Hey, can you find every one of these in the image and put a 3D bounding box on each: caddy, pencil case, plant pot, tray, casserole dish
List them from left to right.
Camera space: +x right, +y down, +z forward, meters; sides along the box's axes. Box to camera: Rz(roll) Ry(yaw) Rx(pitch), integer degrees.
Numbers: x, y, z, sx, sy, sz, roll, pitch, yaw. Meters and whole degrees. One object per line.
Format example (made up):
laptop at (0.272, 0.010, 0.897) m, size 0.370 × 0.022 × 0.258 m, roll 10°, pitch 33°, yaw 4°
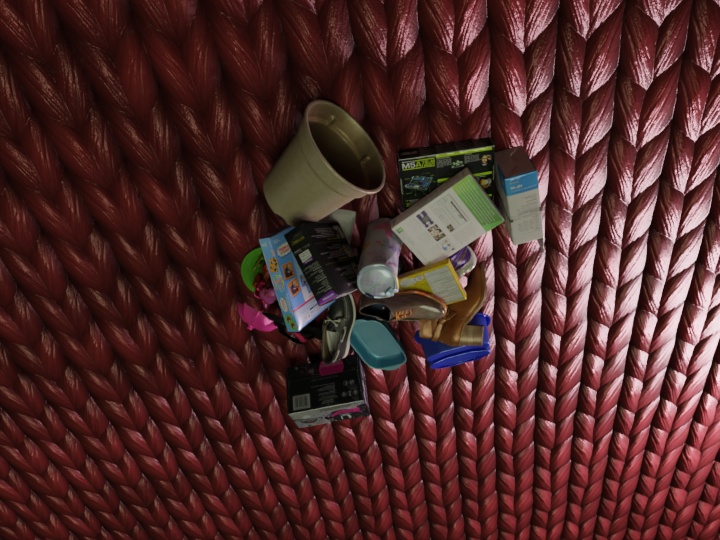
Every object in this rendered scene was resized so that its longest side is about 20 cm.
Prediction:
plant pot at (-0.084, -0.185, 1.061) m, size 0.199 × 0.203 × 0.182 m, roll 36°, pitch 129°, yaw -26°
tray at (-0.077, -0.050, 1.249) m, size 0.105 × 0.022 × 0.203 m, roll 8°, pitch 126°, yaw -8°
casserole dish at (0.040, 0.178, 1.402) m, size 0.119 × 0.039 × 0.201 m, roll -17°, pitch 126°, yaw 27°
pencil case at (0.046, -0.029, 1.161) m, size 0.089 × 0.202 × 0.084 m, roll 20°, pitch 126°, yaw -7°
caddy at (0.233, 0.165, 1.377) m, size 0.196 × 0.107 × 0.142 m, roll -15°, pitch 151°, yaw 7°

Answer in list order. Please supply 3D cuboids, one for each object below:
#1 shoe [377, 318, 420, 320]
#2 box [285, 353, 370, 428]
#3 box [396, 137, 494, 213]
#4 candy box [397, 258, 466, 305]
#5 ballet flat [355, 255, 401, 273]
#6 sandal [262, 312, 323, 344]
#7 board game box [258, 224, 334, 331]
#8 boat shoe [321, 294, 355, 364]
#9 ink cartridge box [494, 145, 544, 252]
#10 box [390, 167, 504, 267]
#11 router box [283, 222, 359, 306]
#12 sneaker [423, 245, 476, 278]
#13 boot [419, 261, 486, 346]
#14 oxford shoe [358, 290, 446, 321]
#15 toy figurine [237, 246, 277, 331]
shoe at (0.126, 0.101, 1.353) m, size 0.195 × 0.054 × 0.071 m, roll 4°, pitch 127°, yaw -6°
box at (-0.083, 0.317, 1.437) m, size 0.196 × 0.134 × 0.115 m, roll -12°, pitch 146°, yaw 5°
box at (0.181, -0.169, 1.163) m, size 0.195 × 0.048 × 0.196 m, roll -8°, pitch 124°, yaw 3°
candy box at (0.128, 0.047, 1.243) m, size 0.197 × 0.027 × 0.103 m, roll -19°, pitch 120°, yaw 26°
ballet flat at (0.000, 0.000, 1.243) m, size 0.196 × 0.069 × 0.069 m, roll -13°, pitch 130°, yaw -5°
sandal at (-0.165, 0.149, 1.337) m, size 0.074 × 0.046 × 0.198 m, roll -7°, pitch 157°, yaw 42°
board game box at (-0.128, 0.003, 1.169) m, size 0.036 × 0.151 × 0.204 m, roll -4°, pitch 109°, yaw 32°
boat shoe at (-0.061, 0.135, 1.337) m, size 0.073 × 0.060 × 0.204 m, roll 26°, pitch 122°, yaw 29°
ink cartridge box at (0.328, -0.138, 1.150) m, size 0.066 × 0.117 × 0.202 m, roll -14°, pitch 126°, yaw 8°
box at (0.181, -0.104, 1.163) m, size 0.198 × 0.037 × 0.144 m, roll -32°, pitch 123°, yaw 23°
router box at (-0.062, -0.019, 1.104) m, size 0.050 × 0.200 × 0.151 m, roll -28°, pitch 86°, yaw 18°
sneaker at (0.171, -0.002, 1.282) m, size 0.198 × 0.081 × 0.084 m, roll -34°, pitch 97°, yaw 21°
boot at (0.215, 0.073, 1.292) m, size 0.151 × 0.204 × 0.074 m, roll 5°, pitch 167°, yaw 16°
oxford shoe at (0.091, 0.088, 1.219) m, size 0.195 × 0.073 × 0.072 m, roll 7°, pitch 127°, yaw 8°
toy figurine at (-0.194, 0.042, 1.199) m, size 0.148 × 0.186 × 0.201 m, roll 29°, pitch 122°, yaw -17°
